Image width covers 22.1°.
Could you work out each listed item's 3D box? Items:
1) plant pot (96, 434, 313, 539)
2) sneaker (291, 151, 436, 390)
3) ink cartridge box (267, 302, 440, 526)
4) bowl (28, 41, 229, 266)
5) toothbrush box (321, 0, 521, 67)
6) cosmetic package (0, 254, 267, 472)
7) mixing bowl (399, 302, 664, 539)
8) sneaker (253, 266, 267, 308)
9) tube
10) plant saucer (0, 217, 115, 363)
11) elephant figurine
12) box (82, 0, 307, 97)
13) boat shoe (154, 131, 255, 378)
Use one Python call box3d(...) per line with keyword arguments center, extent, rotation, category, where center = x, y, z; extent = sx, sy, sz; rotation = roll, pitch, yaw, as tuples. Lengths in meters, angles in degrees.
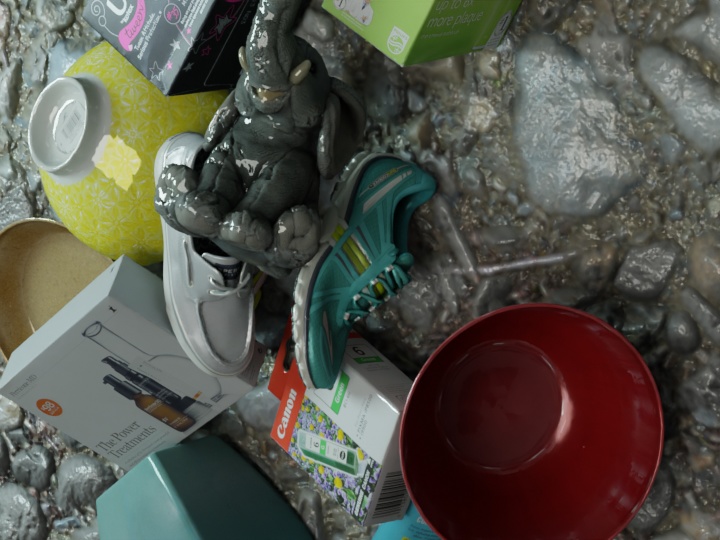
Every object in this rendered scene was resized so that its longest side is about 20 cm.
box3d(center=(-0.133, 0.256, 1.601), extent=(0.141, 0.141, 0.201), rotation=(-41, 73, 33), category="plant pot")
box3d(center=(0.000, 0.000, 1.446), extent=(0.079, 0.078, 0.201), rotation=(16, 77, 18), category="sneaker")
box3d(center=(-0.025, 0.107, 1.507), extent=(0.200, 0.050, 0.110), rotation=(39, 121, 41), category="ink cartridge box")
box3d(center=(-0.211, -0.111, 1.534), extent=(0.199, 0.107, 0.202), rotation=(-11, 73, 41), category="bowl")
box3d(center=(0.078, -0.258, 1.326), extent=(0.086, 0.145, 0.201), rotation=(37, 118, 21), category="toothbrush box")
box3d(center=(-0.198, 0.085, 1.570), extent=(0.150, 0.052, 0.200), rotation=(35, 136, -18), category="cosmetic package")
box3d(center=(0.118, 0.113, 1.389), extent=(0.199, 0.108, 0.202), rotation=(-2, 100, -9), category="mixing bowl")
box3d(center=(-0.104, -0.028, 1.540), extent=(0.074, 0.081, 0.201), rotation=(34, 118, 21), category="sneaker")
box3d(center=(0.056, 0.194, 1.506), extent=(0.201, 0.077, 0.051), rotation=(-61, 37, 30), category="tube")
box3d(center=(-0.259, 0.040, 1.673), extent=(0.199, 0.035, 0.202), rotation=(16, 120, 29), category="plant saucer")
box3d(center=(-0.058, -0.108, 1.375), extent=(0.155, 0.141, 0.201), rotation=(2, 72, 65), category="elephant figurine")
box3d(center=(-0.108, -0.255, 1.458), extent=(0.115, 0.132, 0.201), rotation=(44, 121, 21), category="box")
box3d(center=(-0.114, -0.010, 1.463), extent=(0.068, 0.072, 0.202), rotation=(12, 108, 63), category="boat shoe")
